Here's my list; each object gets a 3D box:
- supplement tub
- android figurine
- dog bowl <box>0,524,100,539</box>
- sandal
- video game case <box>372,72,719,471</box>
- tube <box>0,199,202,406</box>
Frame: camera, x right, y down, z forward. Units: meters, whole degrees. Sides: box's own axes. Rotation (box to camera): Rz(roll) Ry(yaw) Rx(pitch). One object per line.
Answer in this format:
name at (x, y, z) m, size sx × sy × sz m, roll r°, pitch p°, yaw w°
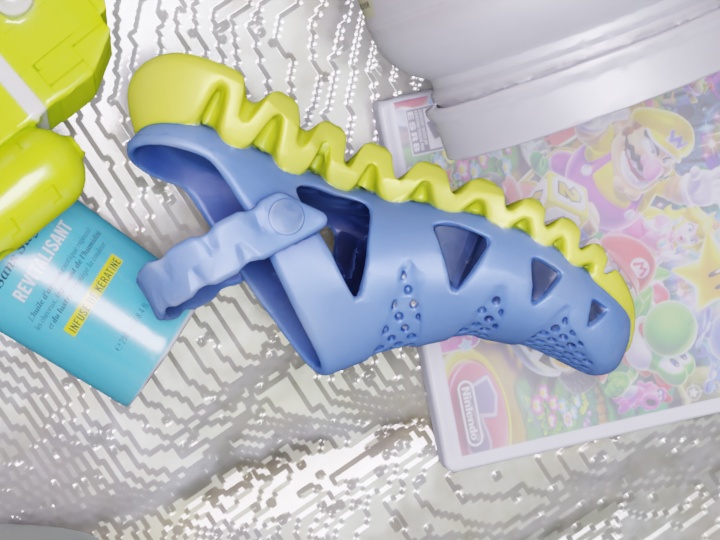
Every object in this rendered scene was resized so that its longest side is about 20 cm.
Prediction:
supplement tub at (0.053, -0.153, 0.907) m, size 0.144 × 0.145 × 0.201 m, roll -21°, pitch 96°, yaw -6°
android figurine at (-0.170, -0.080, 0.915) m, size 0.200 × 0.041 × 0.182 m, roll -38°, pitch 82°, yaw -10°
dog bowl at (-0.177, 0.142, 0.878) m, size 0.199 × 0.200 × 0.079 m, roll -6°, pitch 94°, yaw -8°
sandal at (0.000, 0.000, 0.928) m, size 0.199 × 0.080 × 0.087 m, roll 21°, pitch 73°, yaw -3°
video game case at (0.114, -0.014, 0.999) m, size 0.199 × 0.018 × 0.144 m, roll -12°, pitch 97°, yaw -8°
tube at (-0.153, -0.026, 0.946) m, size 0.199 × 0.050 × 0.078 m, roll 33°, pitch 75°, yaw -5°
